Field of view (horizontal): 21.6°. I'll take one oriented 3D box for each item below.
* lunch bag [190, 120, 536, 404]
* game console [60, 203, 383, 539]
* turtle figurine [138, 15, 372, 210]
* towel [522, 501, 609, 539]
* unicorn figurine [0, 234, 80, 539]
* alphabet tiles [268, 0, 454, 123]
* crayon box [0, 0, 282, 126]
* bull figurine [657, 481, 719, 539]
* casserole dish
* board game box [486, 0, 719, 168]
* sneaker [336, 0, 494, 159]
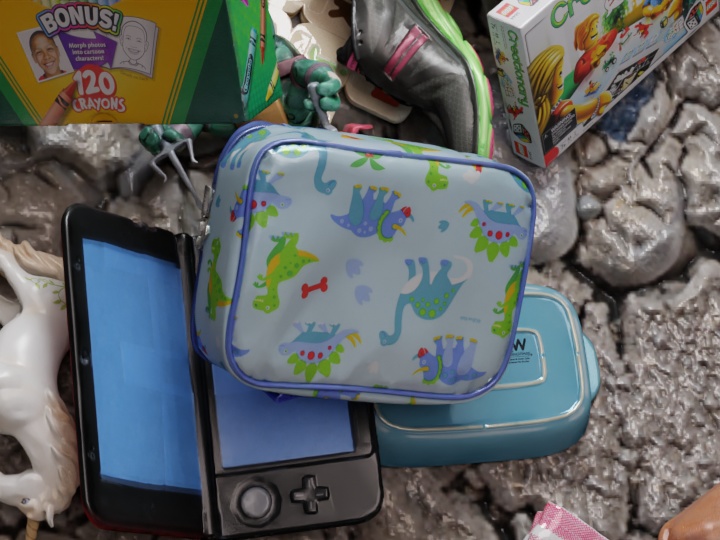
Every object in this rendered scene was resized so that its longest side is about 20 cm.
[{"bbox_3d":[0.000,0.000,1.136,0.199,0.082,0.162,5,98,-25],"label":"lunch bag"},{"bbox_3d":[-0.082,0.057,1.154,0.171,0.119,0.201,-8,73,2],"label":"game console"},{"bbox_3d":[-0.075,-0.118,1.223,0.149,0.101,0.201,-24,89,23],"label":"turtle figurine"},{"bbox_3d":[0.137,0.266,1.193,0.146,0.030,0.201,30,67,-2],"label":"towel"},{"bbox_3d":[-0.216,0.062,1.144,0.137,0.074,0.201,29,61,-15],"label":"unicorn figurine"},{"bbox_3d":[-0.038,-0.190,1.312,0.195,0.015,0.201,24,67,-5],"label":"alphabet tiles"},{"bbox_3d":[-0.154,-0.154,1.157,0.199,0.119,0.058,1,23,24],"label":"crayon box"},{"bbox_3d":[0.285,0.157,1.238,0.200,0.065,0.121,-35,68,-24],"label":"bull figurine"},{"bbox_3d":[0.070,0.064,1.241,0.199,0.039,0.122,-3,73,-16],"label":"casserole dish"},{"bbox_3d":[0.172,-0.180,1.308,0.035,0.127,0.200,30,61,37],"label":"board game box"},{"bbox_3d":[0.030,-0.143,1.277,0.083,0.077,0.201,-27,76,-4],"label":"sneaker"}]
